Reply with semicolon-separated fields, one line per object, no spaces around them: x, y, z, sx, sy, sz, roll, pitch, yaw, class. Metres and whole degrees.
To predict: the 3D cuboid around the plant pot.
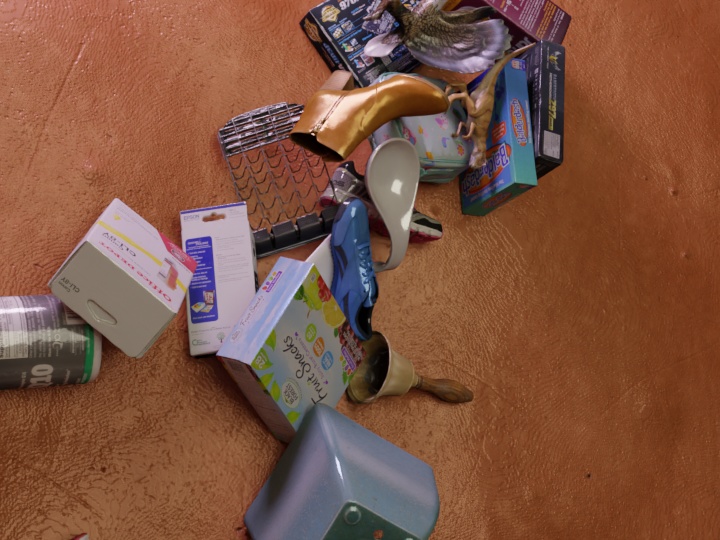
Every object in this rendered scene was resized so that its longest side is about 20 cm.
-0.014;0.323;1.548;0.195;0.200;0.197;31;96;-14;plant pot

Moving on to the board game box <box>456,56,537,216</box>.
0.204;-0.203;1.885;0.044;0.152;0.203;4;72;-27;board game box

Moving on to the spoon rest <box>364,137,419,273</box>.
0.043;-0.088;1.730;0.098;0.060;0.203;-14;118;-39;spoon rest

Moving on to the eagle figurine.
0.114;-0.370;1.839;0.198;0.150;0.154;23;71;-23;eagle figurine

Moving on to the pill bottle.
-0.426;0.088;1.504;0.197;0.113;0.115;-2;75;-27;pill bottle

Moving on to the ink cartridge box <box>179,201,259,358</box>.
-0.188;0.013;1.664;0.098;0.039;0.203;-7;78;6;ink cartridge box

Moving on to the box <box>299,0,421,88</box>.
0.026;-0.371;1.908;0.199;0.046;0.160;-38;93;-30;box

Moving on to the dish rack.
-0.115;-0.134;1.740;0.151;0.055;0.202;-17;76;-8;dish rack

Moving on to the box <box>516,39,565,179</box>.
0.258;-0.236;1.918;0.050;0.157;0.203;14;68;-23;box

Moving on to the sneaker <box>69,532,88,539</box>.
-0.369;0.417;1.454;0.200;0.078;0.116;-41;93;-29;sneaker

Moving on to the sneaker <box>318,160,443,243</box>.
0.039;-0.104;1.817;0.198;0.074;0.089;20;73;-15;sneaker

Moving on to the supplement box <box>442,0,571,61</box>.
0.226;-0.413;1.984;0.199;0.110;0.086;33;63;-14;supplement box

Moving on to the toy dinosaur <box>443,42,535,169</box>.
0.177;-0.253;1.824;0.105;0.060;0.203;14;95;-11;toy dinosaur

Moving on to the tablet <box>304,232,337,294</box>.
-0.061;0.037;1.714;0.200;0.014;0.131;-49;140;-30;tablet

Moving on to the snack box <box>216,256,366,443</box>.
-0.087;0.112;1.633;0.170;0.067;0.201;-57;139;-27;snack box

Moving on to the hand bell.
0.086;0.160;1.769;0.198;0.104;0.106;18;67;-34;hand bell

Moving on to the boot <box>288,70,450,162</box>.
0.011;-0.204;1.693;0.199;0.071;0.145;13;56;24;boot

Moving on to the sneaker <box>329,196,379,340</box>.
0.000;0.000;1.702;0.066;0.078;0.203;-16;117;-47;sneaker

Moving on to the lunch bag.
0.084;-0.208;1.836;0.199;0.077;0.162;-4;71;-49;lunch bag

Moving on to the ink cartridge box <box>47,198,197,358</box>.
-0.293;0.007;1.545;0.145;0.200;0.084;40;104;-12;ink cartridge box
